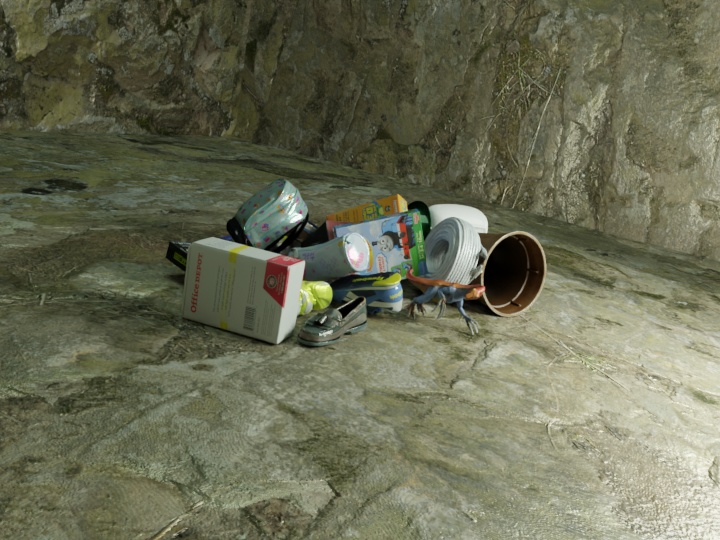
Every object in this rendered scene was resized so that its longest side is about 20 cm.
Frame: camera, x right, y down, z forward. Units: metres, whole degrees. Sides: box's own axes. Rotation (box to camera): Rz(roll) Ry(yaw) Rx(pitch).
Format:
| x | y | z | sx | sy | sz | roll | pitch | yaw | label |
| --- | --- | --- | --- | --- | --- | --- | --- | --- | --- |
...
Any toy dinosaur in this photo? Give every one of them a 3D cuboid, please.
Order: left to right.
| x | y | z | sx | sy | sz | roll | pitch | yaw | label |
| --- | --- | --- | --- | --- | --- | --- | --- | --- | --- |
| 0.175 | 0.044 | 1.600 | 0.181 | 0.202 | 0.104 | -33 | -24 | 32 | toy dinosaur |

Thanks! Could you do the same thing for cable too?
| x | y | z | sx | sy | sz | roll | pitch | yaw | label |
| --- | --- | --- | --- | --- | --- | --- | --- | --- | --- |
| 0.203 | -0.026 | 1.792 | 0.069 | 0.201 | 0.201 | 22 | 32 | -24 | cable |

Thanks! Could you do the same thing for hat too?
| x | y | z | sx | sy | sz | roll | pitch | yaw | label |
| --- | --- | --- | --- | --- | --- | --- | --- | --- | --- |
| 0.055 | -0.103 | 1.913 | 0.174 | 0.200 | 0.167 | 13 | 48 | -29 | hat |

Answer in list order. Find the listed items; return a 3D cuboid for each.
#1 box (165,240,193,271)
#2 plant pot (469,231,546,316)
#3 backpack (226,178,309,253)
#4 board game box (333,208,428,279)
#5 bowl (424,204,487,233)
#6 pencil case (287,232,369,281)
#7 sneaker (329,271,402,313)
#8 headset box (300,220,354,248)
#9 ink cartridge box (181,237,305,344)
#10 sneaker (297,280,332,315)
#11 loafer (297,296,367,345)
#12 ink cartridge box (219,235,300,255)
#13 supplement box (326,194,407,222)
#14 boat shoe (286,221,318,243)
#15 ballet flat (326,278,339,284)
| x | y | z | sx | sy | sz | roll | pitch | yaw | label |
| --- | --- | --- | --- | --- | --- | --- | --- | --- | --- |
| -0.283 | -0.005 | 1.625 | 0.192 | 0.048 | 0.199 | 31 | 17 | 38 | box |
| 0.309 | -0.007 | 1.849 | 0.198 | 0.203 | 0.198 | 1 | 9 | -31 | plant pot |
| -0.225 | -0.126 | 1.858 | 0.199 | 0.127 | 0.167 | -36 | 35 | -5 | backpack |
| 0.048 | -0.046 | 1.745 | 0.197 | 0.153 | 0.037 | -12 | 18 | -7 | board game box |
| 0.244 | -0.065 | 1.967 | 0.198 | 0.202 | 0.074 | 1 | 18 | -32 | bowl |
| -0.074 | -0.026 | 1.682 | 0.199 | 0.092 | 0.083 | -12 | 19 | 40 | pencil case |
| 0.003 | 0.055 | 1.625 | 0.198 | 0.083 | 0.074 | -2 | 27 | 35 | sneaker |
| -0.042 | -0.056 | 1.848 | 0.198 | 0.078 | 0.149 | 1 | -20 | -32 | headset box |
| -0.215 | 0.033 | 1.390 | 0.198 | 0.147 | 0.083 | 14 | 14 | 15 | ink cartridge box |
| -0.152 | 0.054 | 1.533 | 0.104 | 0.077 | 0.199 | 6 | 2 | 38 | sneaker |
| -0.051 | 0.092 | 1.444 | 0.071 | 0.064 | 0.199 | 18 | 16 | 28 | loafer |
| -0.240 | -0.090 | 2.042 | 0.198 | 0.048 | 0.197 | 21 | 19 | 28 | ink cartridge box |
| 0.018 | -0.127 | 1.891 | 0.198 | 0.067 | 0.069 | -15 | -19 | 18 | supplement box |
| -0.109 | -0.066 | 1.967 | 0.199 | 0.073 | 0.072 | 35 | 9 | -8 | boat shoe |
| 0.000 | 0.000 | 1.810 | 0.198 | 0.072 | 0.069 | 1 | 24 | -31 | ballet flat |
